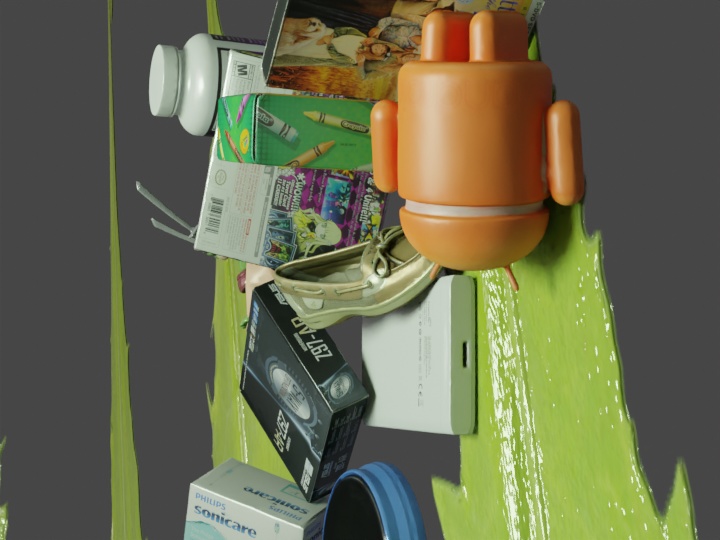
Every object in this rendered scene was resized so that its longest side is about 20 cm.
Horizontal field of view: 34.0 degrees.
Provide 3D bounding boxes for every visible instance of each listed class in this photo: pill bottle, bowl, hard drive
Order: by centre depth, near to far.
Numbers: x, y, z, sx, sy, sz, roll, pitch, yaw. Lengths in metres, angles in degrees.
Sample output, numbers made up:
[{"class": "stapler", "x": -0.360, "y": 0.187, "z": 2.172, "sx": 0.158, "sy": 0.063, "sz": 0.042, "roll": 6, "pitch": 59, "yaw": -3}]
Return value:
[{"class": "hard drive", "x": 0.049, "y": 0.078, "z": 1.073, "sx": 0.200, "sy": 0.026, "sz": 0.133, "roll": 168, "pitch": 104, "yaw": -68}, {"class": "bowl", "x": 0.009, "y": 0.287, "z": 1.139, "sx": 0.200, "sy": 0.039, "sz": 0.203, "roll": -178, "pitch": 90, "yaw": -69}, {"class": "pill bottle", "x": -0.132, "y": -0.204, "z": 1.324, "sx": 0.112, "sy": 0.198, "sz": 0.114, "roll": -178, "pitch": 90, "yaw": -69}]

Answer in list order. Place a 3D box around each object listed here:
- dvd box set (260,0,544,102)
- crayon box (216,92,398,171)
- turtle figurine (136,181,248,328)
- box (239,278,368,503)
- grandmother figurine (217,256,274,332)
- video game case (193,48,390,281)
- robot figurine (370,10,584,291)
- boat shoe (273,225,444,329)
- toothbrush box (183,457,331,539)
[{"class": "dvd box set", "x": 0.035, "y": -0.194, "z": 0.894, "sx": 0.030, "sy": 0.198, "sz": 0.147, "roll": -106, "pitch": 28, "yaw": -43}, {"class": "crayon box", "x": -0.013, "y": -0.116, "z": 1.013, "sx": 0.119, "sy": 0.198, "sz": 0.059, "roll": -163, "pitch": 76, "yaw": -68}, {"class": "turtle figurine", "x": -0.173, "y": -0.016, "z": 1.446, "sx": 0.144, "sy": 0.199, "sz": 0.196, "roll": -39, "pitch": 68, "yaw": 57}, {"class": "box", "x": -0.063, "y": 0.126, "z": 1.220, "sx": 0.161, "sy": 0.043, "sz": 0.201, "roll": 55, "pitch": 152, "yaw": 26}, {"class": "grandmother figurine", "x": -0.106, "y": -0.028, "z": 1.367, "sx": 0.061, "sy": 0.120, "sz": 0.202, "roll": 111, "pitch": 160, "yaw": -68}, {"class": "video game case", "x": -0.057, "y": -0.097, "z": 1.145, "sx": 0.036, "sy": 0.179, "sz": 0.202, "roll": -51, "pitch": -27, "yaw": -76}, {"class": "robot figurine", "x": 0.082, "y": -0.088, "z": 0.869, "sx": 0.117, "sy": 0.142, "sz": 0.202, "roll": -123, "pitch": 31, "yaw": -77}, {"class": "boat shoe", "x": 0.001, "y": -0.002, "z": 1.069, "sx": 0.200, "sy": 0.063, "sz": 0.073, "roll": -19, "pitch": 32, "yaw": 47}, {"class": "toothbrush box", "x": -0.117, "y": 0.330, "z": 1.298, "sx": 0.145, "sy": 0.085, "sz": 0.202, "roll": 15, "pitch": 109, "yaw": 23}]
